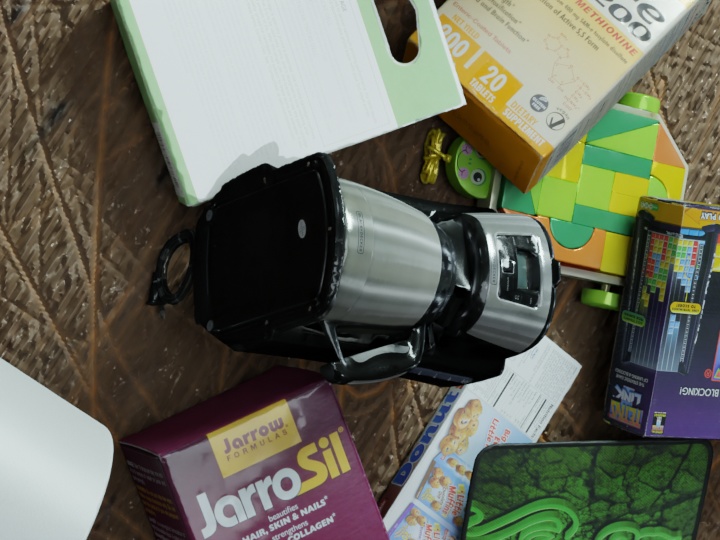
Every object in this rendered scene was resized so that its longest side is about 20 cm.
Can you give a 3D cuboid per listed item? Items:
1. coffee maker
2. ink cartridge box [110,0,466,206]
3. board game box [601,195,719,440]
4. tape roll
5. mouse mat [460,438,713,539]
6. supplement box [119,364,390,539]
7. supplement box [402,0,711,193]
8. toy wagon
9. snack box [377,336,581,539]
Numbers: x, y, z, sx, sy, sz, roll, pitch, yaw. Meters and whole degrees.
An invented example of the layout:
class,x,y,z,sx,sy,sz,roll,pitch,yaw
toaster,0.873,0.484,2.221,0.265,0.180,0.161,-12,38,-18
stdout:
class,x,y,z,sx,sy,sz,roll,pitch,yaw
coffee maker,0.000,0.000,1.356,0.199,0.192,0.136,13,93,-40
ink cartridge box,-0.048,-0.143,1.360,0.199,0.048,0.146,-20,99,-9
board game box,0.280,0.039,1.495,0.199,0.057,0.167,4,96,-31
tape roll,-0.258,0.142,1.216,0.139,0.202,0.204,34,78,-20
mouse mat,0.157,0.196,1.472,0.199,0.008,0.162,1,108,-24
supplement box,-0.056,0.181,1.356,0.130,0.103,0.201,-24,100,-19
supplement box,0.139,-0.170,1.420,0.126,0.074,0.200,42,73,9
toy wagon,0.138,-0.060,1.467,0.199,0.040,0.156,12,86,-23
snack box,0.077,0.130,1.453,0.072,0.024,0.201,38,77,-22
